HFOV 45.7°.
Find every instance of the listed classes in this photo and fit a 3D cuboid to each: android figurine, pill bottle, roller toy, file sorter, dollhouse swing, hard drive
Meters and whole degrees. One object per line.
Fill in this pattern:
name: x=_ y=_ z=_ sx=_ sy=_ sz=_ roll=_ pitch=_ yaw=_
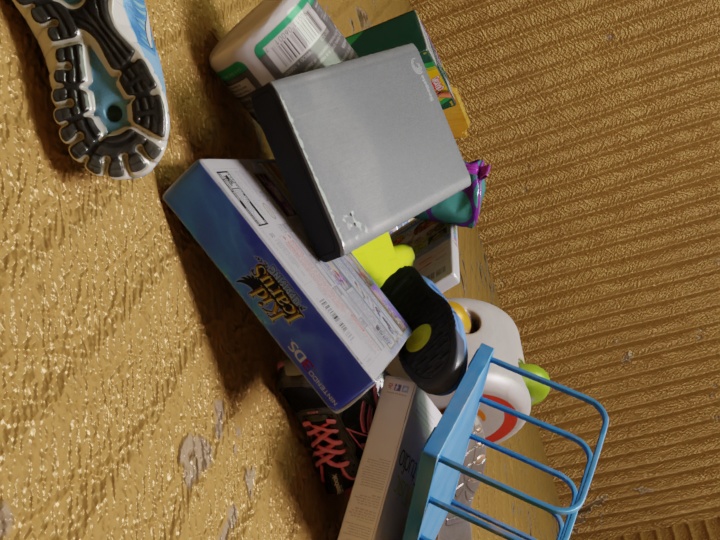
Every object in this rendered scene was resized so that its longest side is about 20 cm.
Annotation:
android figurine: x=-0.013 y=-0.029 z=0.885 sx=0.199 sy=0.041 sz=0.185 roll=-14 pitch=84 yaw=-56
pill bottle: x=-0.037 y=-0.153 z=0.794 sx=0.201 sy=0.112 sz=0.114 roll=50 pitch=23 yaw=-24
roller toy: x=0.114 y=0.127 z=1.064 sx=0.198 sy=0.182 sz=0.141 roll=23 pitch=45 yaw=-28
file sorter: x=0.114 y=0.196 z=0.711 sx=0.139 sy=0.121 sz=0.202 roll=-50 pitch=155 yaw=-49
dollhouse swing: x=0.156 y=-0.425 z=1.902 sx=0.200 sy=0.179 sz=0.178 roll=53 pitch=45 yaw=-55
hard drive: x=0.009 y=-0.106 z=0.718 sx=0.199 sy=0.033 sz=0.141 roll=-30 pitch=98 yaw=-48

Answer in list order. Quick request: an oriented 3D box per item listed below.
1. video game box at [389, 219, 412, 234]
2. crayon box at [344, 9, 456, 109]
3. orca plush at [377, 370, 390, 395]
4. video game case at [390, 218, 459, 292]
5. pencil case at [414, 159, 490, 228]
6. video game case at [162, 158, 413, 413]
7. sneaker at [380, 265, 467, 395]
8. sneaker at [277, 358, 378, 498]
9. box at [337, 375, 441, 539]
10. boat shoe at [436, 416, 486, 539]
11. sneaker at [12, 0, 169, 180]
video game box: x=0.045 y=-0.104 z=1.324 sx=0.200 sy=0.046 sz=0.185 roll=-50 pitch=122 yaw=-74
crayon box: x=0.019 y=-0.234 z=1.084 sx=0.200 sy=0.170 sz=0.059 roll=26 pitch=46 yaw=-72
orca plush: x=0.045 y=0.180 z=0.954 sx=0.105 sy=0.070 sz=0.203 roll=-46 pitch=120 yaw=-74
video game case: x=0.062 y=-0.008 z=1.080 sx=0.018 sy=0.142 sz=0.201 roll=48 pitch=23 yaw=-22
pencil case: x=0.056 y=-0.114 z=1.054 sx=0.093 sy=0.197 sz=0.086 roll=97 pitch=7 yaw=-50
video game case: x=-0.047 y=0.001 z=0.680 sx=0.201 sy=0.045 sz=0.181 roll=52 pitch=15 yaw=2
sneaker: x=0.072 y=0.064 z=0.797 sx=0.078 sy=0.066 sz=0.200 roll=46 pitch=8 yaw=-23
sneaker: x=-0.019 y=0.146 z=0.758 sx=0.201 sy=0.078 sz=0.097 roll=55 pitch=39 yaw=-50
box: x=0.031 y=0.216 z=0.774 sx=0.145 sy=0.036 sz=0.203 roll=53 pitch=50 yaw=-56
boat shoe: x=0.092 y=0.253 z=0.996 sx=0.074 sy=0.073 sz=0.204 roll=3 pitch=99 yaw=-37
sneaker: x=-0.164 y=-0.150 z=0.513 sx=0.090 sy=0.077 sz=0.203 roll=-178 pitch=-105 yaw=-84
